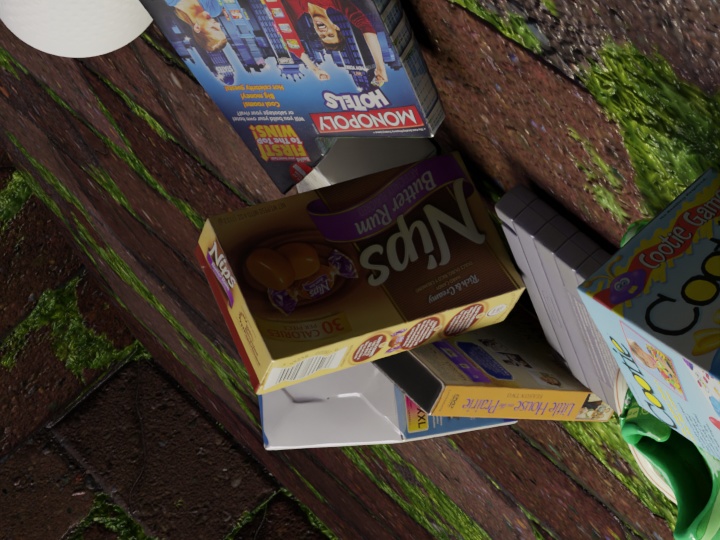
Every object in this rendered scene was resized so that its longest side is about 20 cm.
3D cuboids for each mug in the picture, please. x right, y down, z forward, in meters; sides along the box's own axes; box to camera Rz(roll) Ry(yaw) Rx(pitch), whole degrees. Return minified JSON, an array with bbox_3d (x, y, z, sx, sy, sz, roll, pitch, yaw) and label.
[{"bbox_3d":[-0.225,-0.290,1.722,0.175,0.147,0.201,109,150,-71],"label":"mug"}]

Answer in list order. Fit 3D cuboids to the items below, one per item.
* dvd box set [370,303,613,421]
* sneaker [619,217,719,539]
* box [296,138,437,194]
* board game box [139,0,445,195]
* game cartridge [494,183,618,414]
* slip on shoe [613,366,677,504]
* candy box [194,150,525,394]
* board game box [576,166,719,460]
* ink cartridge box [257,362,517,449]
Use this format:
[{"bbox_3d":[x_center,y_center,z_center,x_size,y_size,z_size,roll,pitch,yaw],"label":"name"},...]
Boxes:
[{"bbox_3d":[0.080,0.059,1.636,0.199,0.030,0.146,5,-152,-46],"label":"dvd box set"},{"bbox_3d":[0.188,0.065,1.286,0.074,0.083,0.201,144,111,-66],"label":"sneaker"},{"bbox_3d":[0.007,-0.057,1.704,0.095,0.078,0.200,46,169,17],"label":"box"},{"bbox_3d":[-0.037,-0.144,1.481,0.199,0.062,0.200,3,133,37],"label":"board game box"},{"bbox_3d":[0.164,0.036,1.524,0.129,0.038,0.200,37,164,34],"label":"game cartridge"},{"bbox_3d":[0.217,0.116,1.496,0.061,0.074,0.200,41,171,50],"label":"slip on shoe"},{"bbox_3d":[0.000,0.000,1.533,0.117,0.199,0.057,65,155,21],"label":"candy box"},{"bbox_3d":[0.223,0.047,1.135,0.200,0.103,0.105,36,164,49],"label":"board game box"},{"bbox_3d":[0.031,0.093,1.738,0.136,0.077,0.200,-6,176,35],"label":"ink cartridge box"}]
